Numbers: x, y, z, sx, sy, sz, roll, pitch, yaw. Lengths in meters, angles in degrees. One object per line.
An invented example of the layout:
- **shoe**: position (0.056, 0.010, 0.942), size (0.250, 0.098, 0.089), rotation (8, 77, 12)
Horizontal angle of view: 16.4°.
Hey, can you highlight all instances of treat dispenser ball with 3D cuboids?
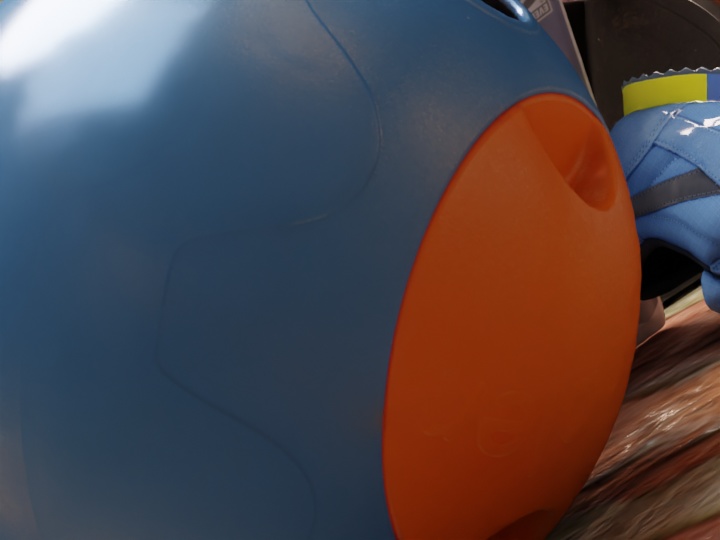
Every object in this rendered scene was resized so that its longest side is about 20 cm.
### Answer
- **treat dispenser ball**: position (-0.026, 0.004, 0.657), size (0.200, 0.201, 0.201), rotation (-34, 3, 2)

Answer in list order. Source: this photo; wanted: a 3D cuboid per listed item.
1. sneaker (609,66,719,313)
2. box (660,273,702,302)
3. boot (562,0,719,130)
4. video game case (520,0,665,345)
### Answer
- **sneaker**: position (0.147, -0.024, 0.744), size (0.066, 0.079, 0.200), rotation (15, -12, -34)
- **box**: position (0.062, 0.013, 1.021), size (0.199, 0.050, 0.158), rotation (-33, 4, 10)
- **boot**: position (0.174, -0.080, 0.947), size (0.199, 0.069, 0.188), rotation (-5, 0, -19)
- **video game case**: position (0.000, 0.000, 0.814), size (0.200, 0.183, 0.023), rotation (-35, 35, -18)
